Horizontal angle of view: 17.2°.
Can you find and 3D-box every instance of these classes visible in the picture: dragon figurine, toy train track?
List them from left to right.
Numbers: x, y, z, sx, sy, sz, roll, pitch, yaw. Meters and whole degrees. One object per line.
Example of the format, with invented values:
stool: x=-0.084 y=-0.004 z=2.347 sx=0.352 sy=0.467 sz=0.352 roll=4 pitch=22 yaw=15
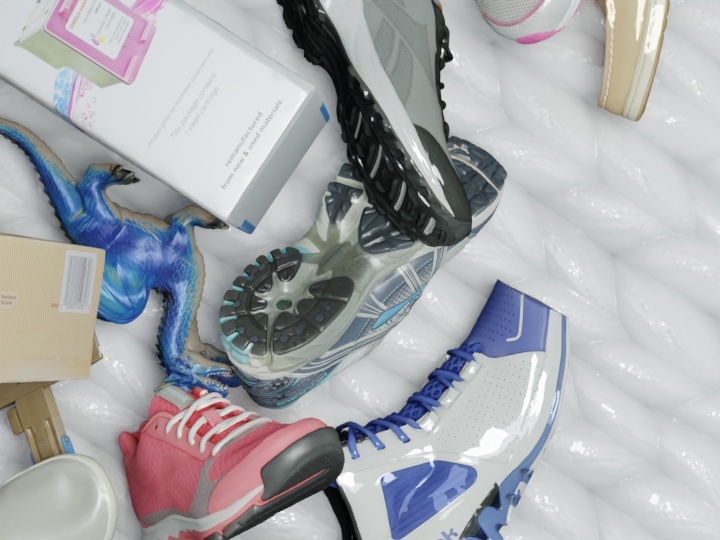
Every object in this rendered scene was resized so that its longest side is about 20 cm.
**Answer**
toy train track: x=-0.159 y=0.094 z=1.286 sx=0.115 sy=0.033 sz=0.200 roll=-25 pitch=79 yaw=34
dragon figurine: x=-0.138 y=-0.004 z=1.297 sx=0.200 sy=0.059 sz=0.099 roll=29 pitch=87 yaw=-10

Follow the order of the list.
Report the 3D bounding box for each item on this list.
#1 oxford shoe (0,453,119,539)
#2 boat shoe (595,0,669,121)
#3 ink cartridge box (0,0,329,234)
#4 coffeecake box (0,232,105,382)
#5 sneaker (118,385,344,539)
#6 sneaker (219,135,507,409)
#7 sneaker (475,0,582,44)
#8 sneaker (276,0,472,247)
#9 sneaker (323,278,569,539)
oxford shoe: x=-0.209 y=0.170 z=1.246 sx=0.200 sy=0.058 sz=0.075 roll=-38 pitch=74 yaw=9
boat shoe: x=0.140 y=-0.185 z=1.333 sx=0.069 sy=0.074 sz=0.200 roll=5 pitch=90 yaw=3
ink cartridge box: x=-0.123 y=-0.108 z=1.234 sx=0.200 sy=0.145 sz=0.085 roll=34 pitch=89 yaw=3
coffeecake box: x=-0.252 y=0.008 z=1.199 sx=0.200 sy=0.154 sz=0.073 roll=8 pitch=90 yaw=15
sneaker: x=-0.081 y=0.098 z=1.246 sx=0.074 sy=0.200 sz=0.087 roll=-26 pitch=87 yaw=-31
sneaker: x=0.000 y=0.000 z=1.319 sx=0.200 sy=0.086 sz=0.078 roll=-38 pitch=61 yaw=-24
sneaker: x=0.064 y=-0.219 z=1.291 sx=0.088 sy=0.081 sz=0.200 roll=-8 pitch=82 yaw=-50
sneaker: x=0.022 y=-0.106 z=1.286 sx=0.079 sy=0.074 sz=0.200 roll=-15 pitch=68 yaw=-18
sneaker: x=0.035 y=0.095 z=1.314 sx=0.115 sy=0.081 sz=0.200 roll=19 pitch=90 yaw=-14
